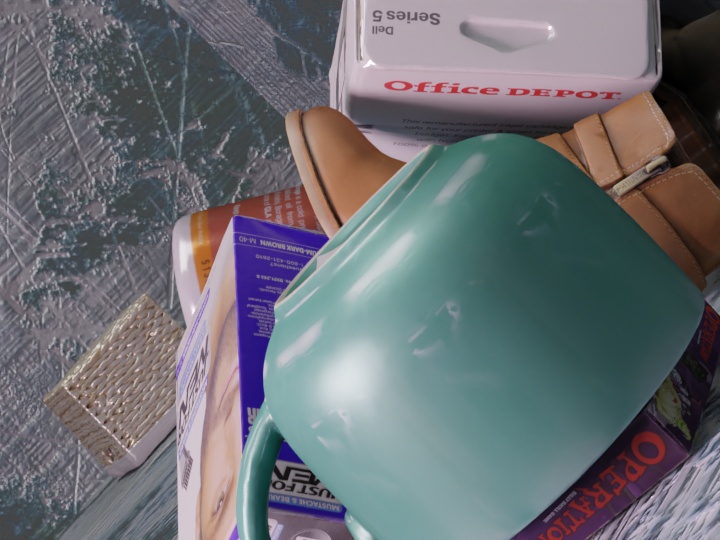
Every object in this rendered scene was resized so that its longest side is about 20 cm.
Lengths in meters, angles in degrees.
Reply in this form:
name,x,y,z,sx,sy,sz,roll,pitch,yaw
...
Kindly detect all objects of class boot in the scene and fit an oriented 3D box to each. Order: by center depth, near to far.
name,x,y,z,sx,sy,sz,roll,pitch,yaw
boot,0.069,-0.035,1.025,0.155,0.200,0.074,-40,-20,6
boot,0.191,-0.101,1.137,0.097,0.075,0.200,-35,23,14

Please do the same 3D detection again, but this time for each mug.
name,x,y,z,sx,sy,sz,roll,pitch,yaw
mug,0.027,0.033,0.843,0.185,0.114,0.152,-47,5,-27

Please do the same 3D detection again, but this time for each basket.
name,x,y,z,sx,sy,sz,roll,pitch,yaw
basket,-0.321,0.164,3.164,0.200,0.161,0.198,-49,6,-18

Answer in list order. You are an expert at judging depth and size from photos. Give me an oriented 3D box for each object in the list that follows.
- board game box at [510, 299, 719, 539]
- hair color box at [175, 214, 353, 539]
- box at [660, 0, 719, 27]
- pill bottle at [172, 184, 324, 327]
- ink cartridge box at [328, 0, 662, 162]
name,x,y,z,sx,sy,sz,roll,pitch,yaw
board game box,0.059,0.096,0.887,0.200,0.032,0.120,-43,9,27
hair color box,-0.051,0.081,1.135,0.201,0.064,0.110,-98,25,-46
box,0.209,-0.154,1.291,0.124,0.097,0.200,-48,4,-20
pill bottle,0.000,0.000,1.292,0.199,0.113,0.112,-14,7,4
ink cartridge box,0.061,-0.099,1.135,0.200,0.144,0.085,106,165,-72
